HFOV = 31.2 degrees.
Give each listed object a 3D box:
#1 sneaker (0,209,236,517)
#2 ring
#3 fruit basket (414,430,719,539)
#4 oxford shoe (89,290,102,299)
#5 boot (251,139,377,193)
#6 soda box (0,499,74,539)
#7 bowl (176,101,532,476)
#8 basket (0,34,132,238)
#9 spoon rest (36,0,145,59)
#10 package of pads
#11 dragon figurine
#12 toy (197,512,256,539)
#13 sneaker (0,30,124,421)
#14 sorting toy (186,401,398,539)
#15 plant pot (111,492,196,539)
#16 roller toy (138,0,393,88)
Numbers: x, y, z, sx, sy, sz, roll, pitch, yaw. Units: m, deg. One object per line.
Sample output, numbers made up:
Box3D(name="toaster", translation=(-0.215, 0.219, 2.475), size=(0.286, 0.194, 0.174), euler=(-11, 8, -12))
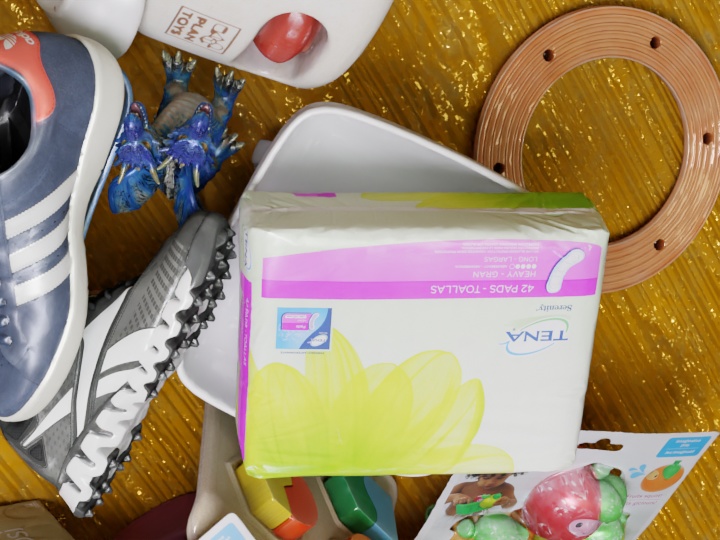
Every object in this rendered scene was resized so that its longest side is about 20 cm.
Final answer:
Box3D(name="sneaker", translation=(-0.142, 0.040, 0.706), size=(0.090, 0.067, 0.201), euler=(33, 114, 2))
Box3D(name="ring", translation=(0.169, -0.083, 0.903), size=(0.198, 0.019, 0.203), euler=(-5, 105, -18))
Box3D(name="fruit basket", translation=(0.126, 0.177, 0.869), size=(0.183, 0.094, 0.201), euler=(3, 140, -24))
Box3D(name="oxford shoe", translation=(-0.210, 0.068, 0.783), size=(0.198, 0.074, 0.072), euler=(-21, 109, -13))
Box3D(name="boot", translation=(0.000, 0.000, 0.836), size=(0.199, 0.073, 0.096), euler=(29, 86, -23))
Box3D(name="soda box", translation=(-0.188, 0.202, 0.751), size=(0.067, 0.199, 0.065), euler=(-5, 105, -31))
Box3D(name="bowl", translation=(0.004, 0.008, 0.771), size=(0.198, 0.075, 0.201), euler=(24, 107, -17))
Box3D(name="basket", translation=(-0.240, -0.057, 0.707), size=(0.198, 0.139, 0.178), euler=(18, 100, -16))
Box3D(name="spoon rest", translation=(-0.164, -0.204, 0.699), size=(0.060, 0.099, 0.201), euler=(-17, 68, -38))
Box3D(name="package of pads", translation=(0.031, 0.038, 0.709), size=(0.197, 0.068, 0.156), euler=(-1, 115, -10))
Box3D(name="dragon figurine", translation=(-0.107, -0.053, 0.734), size=(0.058, 0.200, 0.100), euler=(21, 59, -2))
Box3D(name="toy", translation=(-0.053, 0.242, 0.689), size=(0.115, 0.047, 0.201), euler=(-40, 118, -14))
Box3D(name="sneaker", translation=(-0.182, -0.022, 0.644), size=(0.084, 0.075, 0.202), euler=(2, 101, -47))
Box3D(name="sorting toy", translation=(-0.028, 0.145, 0.801), size=(0.036, 0.201, 0.185), euler=(-36, 113, 18))
Box3D(name="plant pot", translation=(-0.078, 0.265, 0.818), size=(0.198, 0.179, 0.203), euler=(-4, 104, -18))
Box3D(name="roller toy", translation=(-0.054, -0.203, 0.709), size=(0.138, 0.201, 0.184), euler=(16, 115, -21))
